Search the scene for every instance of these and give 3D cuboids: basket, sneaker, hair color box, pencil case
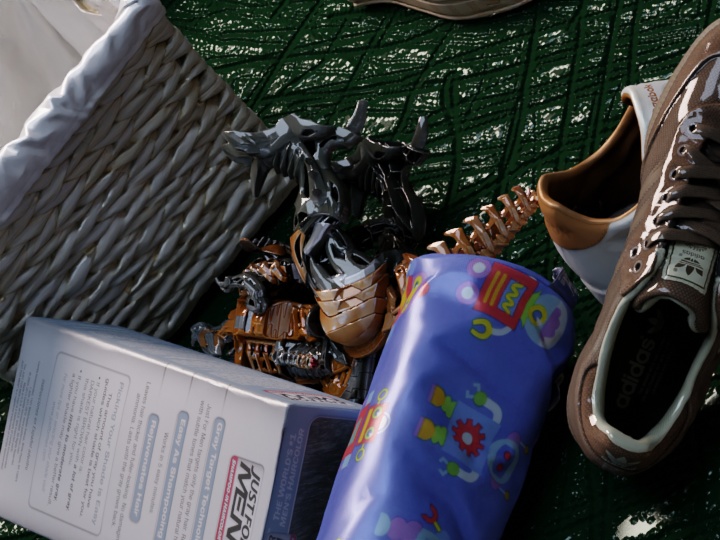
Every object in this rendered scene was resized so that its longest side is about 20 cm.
[{"bbox_3d":[-0.172,-0.051,1.462,0.200,0.161,0.198,-50,39,-7],"label":"basket"},{"bbox_3d":[0.142,-0.008,1.176,0.076,0.070,0.201,-101,28,-85],"label":"sneaker"},{"bbox_3d":[-0.085,0.090,1.317,0.200,0.060,0.099,16,95,48],"label":"hair color box"},{"bbox_3d":[0.033,0.088,1.224,0.078,0.087,0.201,-30,35,58],"label":"pencil case"},{"bbox_3d":[0.167,-0.060,1.232,0.200,0.085,0.073,-33,39,13],"label":"sneaker"}]

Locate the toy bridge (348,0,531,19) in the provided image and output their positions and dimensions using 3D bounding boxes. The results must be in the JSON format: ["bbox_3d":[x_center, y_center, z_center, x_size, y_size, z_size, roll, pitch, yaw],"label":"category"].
[{"bbox_3d":[0.071,-0.163,1.448,0.199,0.027,0.067,-11,53,35],"label":"toy bridge"}]

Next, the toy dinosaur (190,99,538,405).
[{"bbox_3d":[0.000,0.000,1.341,0.199,0.102,0.136,-15,71,15],"label":"toy dinosaur"}]
